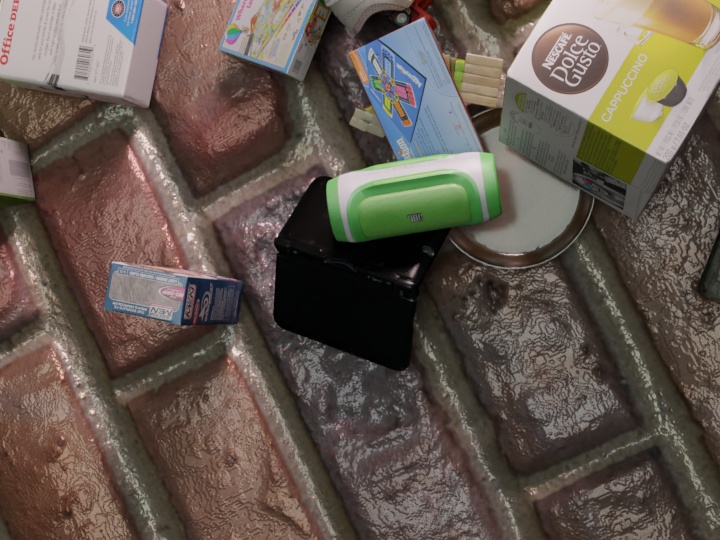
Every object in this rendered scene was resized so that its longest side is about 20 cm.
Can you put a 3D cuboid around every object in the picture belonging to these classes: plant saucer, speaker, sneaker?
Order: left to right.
[{"bbox_3d":[0.052,-0.354,1.373,0.199,0.075,0.082,-26,110,8],"label":"sneaker"},{"bbox_3d":[0.064,-0.086,1.342,0.199,0.088,0.089,-9,86,8],"label":"speaker"},{"bbox_3d":[0.187,-0.101,1.392,0.199,0.032,0.201,0,88,12],"label":"plant saucer"}]

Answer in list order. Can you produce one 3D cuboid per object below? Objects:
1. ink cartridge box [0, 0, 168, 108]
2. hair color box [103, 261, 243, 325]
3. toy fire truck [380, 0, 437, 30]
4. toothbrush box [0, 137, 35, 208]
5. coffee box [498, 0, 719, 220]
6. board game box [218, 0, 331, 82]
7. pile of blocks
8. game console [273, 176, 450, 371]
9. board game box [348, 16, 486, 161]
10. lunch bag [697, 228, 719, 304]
[{"bbox_3d":[-0.372,-0.306,1.501,0.199,0.084,0.147,12,91,14],"label":"ink cartridge box"},{"bbox_3d":[-0.224,0.030,1.397,0.100,0.200,0.061,10,90,13],"label":"hair color box"},{"bbox_3d":[0.078,-0.368,1.417,0.200,0.049,0.141,39,96,12],"label":"toy fire truck"},{"bbox_3d":[-0.559,-0.119,1.508,0.199,0.146,0.087,-9,87,12],"label":"toothbrush box"},{"bbox_3d":[0.287,-0.212,1.267,0.197,0.200,0.200,31,81,12],"label":"coffee box"},{"bbox_3d":[-0.090,-0.352,1.436,0.134,0.034,0.201,26,95,37],"label":"board game box"},{"bbox_3d":[0.081,-0.223,1.401,0.199,0.062,0.082,-14,102,8],"label":"pile of blocks"},{"bbox_3d":[0.000,0.000,1.424,0.199,0.117,0.176,18,62,23],"label":"game console"},{"bbox_3d":[0.073,-0.191,1.367,0.103,0.019,0.201,-23,101,10],"label":"board game box"},{"bbox_3d":[0.487,-0.026,1.265,0.167,0.139,0.201,22,94,13],"label":"lunch bag"}]
